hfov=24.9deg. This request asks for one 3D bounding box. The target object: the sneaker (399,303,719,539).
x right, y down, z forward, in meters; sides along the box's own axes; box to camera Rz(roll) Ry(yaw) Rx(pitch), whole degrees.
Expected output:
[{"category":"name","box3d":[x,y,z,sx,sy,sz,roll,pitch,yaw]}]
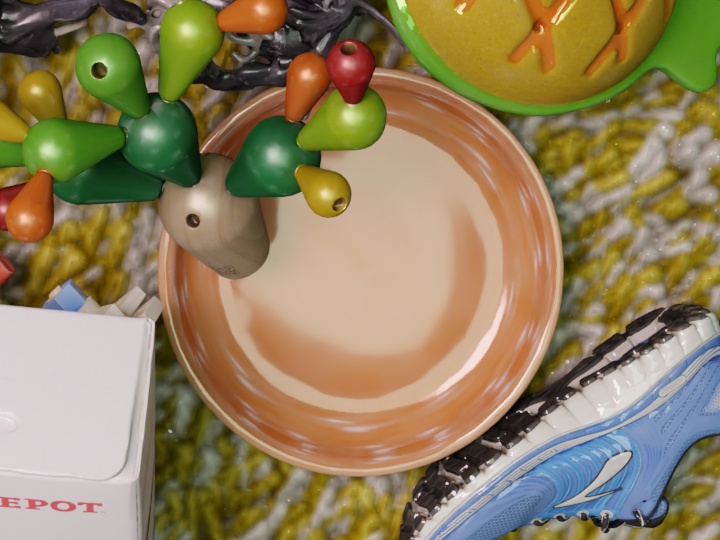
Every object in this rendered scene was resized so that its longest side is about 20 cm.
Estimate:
[{"category":"sneaker","box3d":[0.108,0.103,0.809,0.199,0.079,0.090,-32,97,2]}]

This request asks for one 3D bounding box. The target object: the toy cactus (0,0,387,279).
[{"category":"toy cactus","box3d":[-0.075,-0.040,0.698,0.198,0.165,0.103,-12,60,11]}]

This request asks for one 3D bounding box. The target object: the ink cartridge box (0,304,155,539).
[{"category":"ink cartridge box","box3d":[-0.165,0.103,0.733,0.143,0.085,0.201,5,143,-4]}]

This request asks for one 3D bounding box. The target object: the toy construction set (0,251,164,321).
[{"category":"toy construction set","box3d":[-0.186,-0.013,0.772,0.131,0.092,0.200,-42,88,3]}]

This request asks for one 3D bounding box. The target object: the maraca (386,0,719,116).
[{"category":"maraca","box3d":[0.101,-0.141,0.759,0.198,0.107,0.139,-2,95,-24]}]

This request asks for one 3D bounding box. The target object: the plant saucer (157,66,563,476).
[{"category":"plant saucer","box3d":[0.000,0.000,0.807,0.198,0.037,0.202,0,99,-3]}]

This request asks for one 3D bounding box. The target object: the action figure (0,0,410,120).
[{"category":"action figure","box3d":[-0.074,-0.134,0.742,0.198,0.102,0.120,3,79,2]}]
